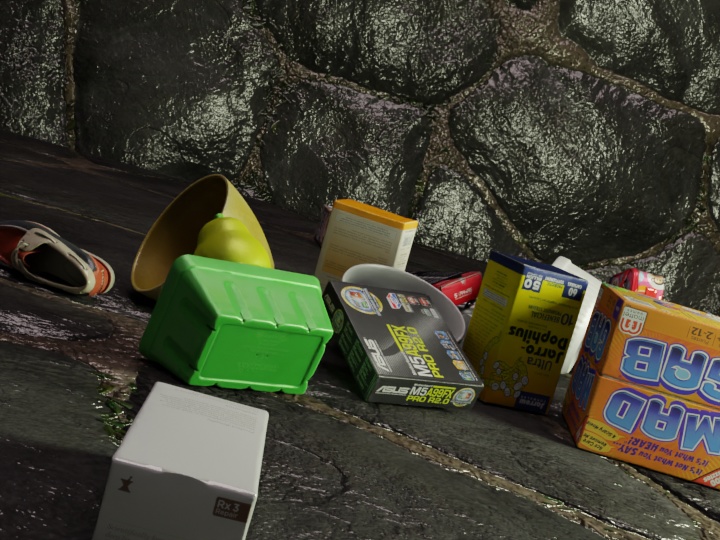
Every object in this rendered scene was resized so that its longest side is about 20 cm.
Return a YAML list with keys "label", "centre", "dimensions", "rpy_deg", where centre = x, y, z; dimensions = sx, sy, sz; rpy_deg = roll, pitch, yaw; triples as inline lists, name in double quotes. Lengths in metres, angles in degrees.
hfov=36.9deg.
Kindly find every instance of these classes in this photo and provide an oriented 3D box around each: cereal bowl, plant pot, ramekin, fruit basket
- label: "cereal bowl"
  centre: [0.049, 0.079, 1.573]
  dimensions: [0.200, 0.083, 0.200]
  rpy_deg: [19, 28, -10]
- label: "plant pot"
  centre: [-0.207, -0.015, 1.535]
  dimensions: [0.142, 0.200, 0.200]
  rpy_deg: [40, -6, -29]
- label: "ramekin"
  centre: [0.352, 0.086, 1.886]
  dimensions: [0.105, 0.201, 0.200]
  rpy_deg: [27, 10, 15]
- label: "fruit basket"
  centre: [-0.150, 0.037, 1.254]
  dimensions: [0.215, 0.156, 0.216]
  rpy_deg: [23, 19, -8]

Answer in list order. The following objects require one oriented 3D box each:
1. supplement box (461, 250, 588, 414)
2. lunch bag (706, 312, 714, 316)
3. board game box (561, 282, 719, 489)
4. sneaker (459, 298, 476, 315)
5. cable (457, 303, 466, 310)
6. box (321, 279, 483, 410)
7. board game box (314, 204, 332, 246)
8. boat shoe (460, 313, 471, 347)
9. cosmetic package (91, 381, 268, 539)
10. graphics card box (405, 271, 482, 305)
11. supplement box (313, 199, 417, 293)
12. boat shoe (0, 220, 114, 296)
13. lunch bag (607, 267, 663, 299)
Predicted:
- label: "supplement box"
  centre: [0.227, 0.087, 1.537]
  dimensions: [0.109, 0.201, 0.110]
  rpy_deg: [13, 8, -21]
- label: "lunch bag"
  centre: [0.582, 0.158, 1.907]
  dimensions: [0.127, 0.170, 0.200]
  rpy_deg: [17, 6, 20]
- label: "board game box"
  centre: [0.405, 0.149, 1.459]
  dimensions: [0.199, 0.200, 0.200]
  rpy_deg: [16, 7, 3]
- label: "sneaker"
  centre: [0.203, 0.085, 1.931]
  dimensions: [0.080, 0.074, 0.200]
  rpy_deg: [60, 17, 18]
- label: "cable"
  centre: [0.198, 0.073, 2.126]
  dimensions: [0.200, 0.069, 0.200]
  rpy_deg: [18, 8, 24]
- label: "box"
  centre: [0.050, 0.096, 1.407]
  dimensions: [0.160, 0.044, 0.200]
  rpy_deg: [10, 31, -28]
- label: "board game box"
  centre: [-0.025, -0.098, 2.834]
  dimensions: [0.159, 0.097, 0.200]
  rpy_deg: [15, 7, -10]
- label: "boat shoe"
  centre: [0.208, 0.127, 1.730]
  dimensions: [0.066, 0.072, 0.200]
  rpy_deg: [18, 7, -22]
- label: "cosmetic package"
  centre: [-0.126, 0.150, 0.796]
  dimensions: [0.101, 0.074, 0.200]
  rpy_deg: [15, 9, -3]
- label: "graphics card box"
  centre: [0.106, 0.036, 1.953]
  dimensions: [0.200, 0.051, 0.125]
  rpy_deg: [1, 13, 41]
- label: "supplement box"
  centre: [0.000, 0.000, 1.709]
  dimensions: [0.126, 0.201, 0.074]
  rpy_deg: [19, 11, 17]
- label: "boat shoe"
  centre: [-0.426, -0.016, 1.442]
  dimensions: [0.200, 0.071, 0.063]
  rpy_deg: [22, 11, 16]
- label: "lunch bag"
  centre: [0.482, 0.100, 1.937]
  dimensions: [0.082, 0.201, 0.176]
  rpy_deg: [16, -11, -6]
